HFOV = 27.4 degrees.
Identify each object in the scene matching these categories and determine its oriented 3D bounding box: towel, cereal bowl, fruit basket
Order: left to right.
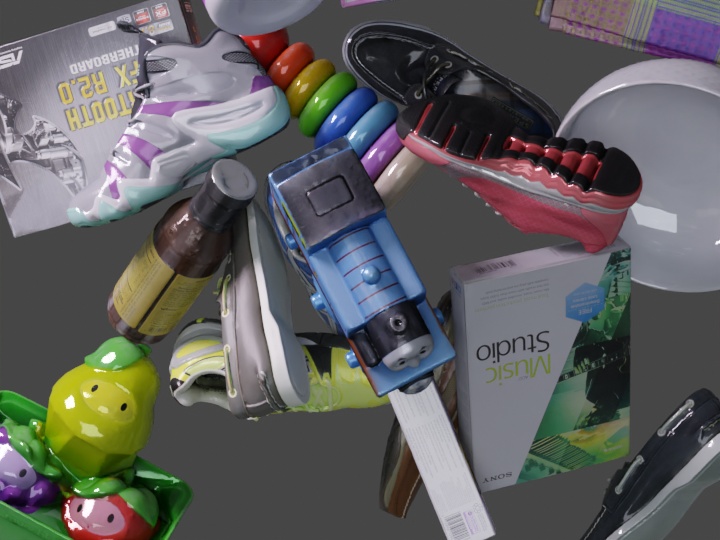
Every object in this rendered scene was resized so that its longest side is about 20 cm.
[{"bbox_3d":[-0.239,0.162,1.255,0.214,0.156,0.217,6,116,12],"label":"fruit basket"},{"bbox_3d":[0.253,-0.245,1.196,0.199,0.023,0.144,15,99,2],"label":"towel"},{"bbox_3d":[0.254,-0.085,1.171,0.199,0.083,0.201,13,133,15],"label":"cereal bowl"}]

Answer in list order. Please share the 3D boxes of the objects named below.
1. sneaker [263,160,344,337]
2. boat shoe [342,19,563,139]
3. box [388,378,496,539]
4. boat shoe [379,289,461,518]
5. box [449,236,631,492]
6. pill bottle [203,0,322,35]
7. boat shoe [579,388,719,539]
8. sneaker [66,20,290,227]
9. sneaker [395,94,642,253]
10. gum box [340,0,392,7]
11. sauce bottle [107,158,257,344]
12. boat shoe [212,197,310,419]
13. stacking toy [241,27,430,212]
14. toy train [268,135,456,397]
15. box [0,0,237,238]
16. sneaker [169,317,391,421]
[{"bbox_3d":[-0.021,0.003,1.234,0.076,0.077,0.200,-36,96,8],"label":"sneaker"},{"bbox_3d":[0.075,-0.146,1.206,0.199,0.066,0.070,30,101,0],"label":"boat shoe"},{"bbox_3d":[0.054,0.126,1.190,0.041,0.039,0.201,-23,87,3],"label":"box"},{"bbox_3d":[0.072,0.118,1.246,0.074,0.076,0.201,19,101,-1],"label":"boat shoe"},{"bbox_3d":[0.148,0.077,1.199,0.144,0.036,0.201,-12,119,-13],"label":"box"},{"bbox_3d":[-0.101,-0.292,1.157,0.104,0.104,0.201,-26,71,9],"label":"pill bottle"},{"bbox_3d":[0.244,0.184,1.247,0.200,0.075,0.060,-47,55,19],"label":"boat shoe"},{"bbox_3d":[-0.170,-0.131,1.184,0.199,0.078,0.140,-30,94,-1],"label":"sneaker"},{"bbox_3d":[0.114,-0.068,1.149,0.199,0.074,0.087,22,135,15],"label":"sneaker"},{"bbox_3d":[0.076,-0.254,1.152,0.199,0.113,0.067,-8,99,15],"label":"gum box"},{"bbox_3d":[-0.143,-0.015,1.204,0.065,0.065,0.200,41,132,-2],"label":"sauce bottle"},{"bbox_3d":[-0.090,0.028,1.205,0.060,0.072,0.202,-21,54,12],"label":"boat shoe"},{"bbox_3d":[-0.033,-0.137,1.216,0.200,0.085,0.085,40,101,4],"label":"stacking toy"},{"bbox_3d":[0.000,0.000,1.123,0.086,0.114,0.201,-26,79,-3],"label":"toy train"},{"bbox_3d":[-0.219,-0.130,1.246,0.199,0.048,0.159,-15,97,8],"label":"box"},{"bbox_3d":[-0.065,0.097,1.243,0.199,0.077,0.076,5,133,11],"label":"sneaker"}]
